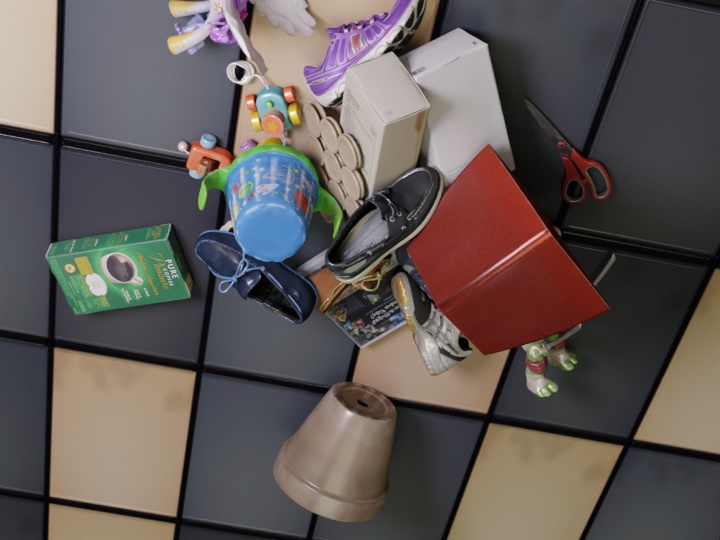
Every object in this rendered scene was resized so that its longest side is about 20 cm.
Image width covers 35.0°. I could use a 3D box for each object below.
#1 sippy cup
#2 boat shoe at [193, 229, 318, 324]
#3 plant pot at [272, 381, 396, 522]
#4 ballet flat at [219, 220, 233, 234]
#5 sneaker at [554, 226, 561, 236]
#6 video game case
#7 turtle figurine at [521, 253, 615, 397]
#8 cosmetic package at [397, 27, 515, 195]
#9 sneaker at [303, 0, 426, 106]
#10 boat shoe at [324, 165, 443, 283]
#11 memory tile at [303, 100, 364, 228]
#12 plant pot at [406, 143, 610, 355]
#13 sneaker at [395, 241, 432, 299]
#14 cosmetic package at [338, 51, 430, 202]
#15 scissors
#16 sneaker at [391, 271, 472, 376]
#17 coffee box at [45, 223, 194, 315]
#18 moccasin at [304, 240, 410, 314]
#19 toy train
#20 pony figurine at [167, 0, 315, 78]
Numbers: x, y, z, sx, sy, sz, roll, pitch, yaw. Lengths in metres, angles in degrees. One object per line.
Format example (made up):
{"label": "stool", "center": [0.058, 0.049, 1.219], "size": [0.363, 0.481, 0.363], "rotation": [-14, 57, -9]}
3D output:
{"label": "sippy cup", "center": [-0.122, -0.084, 1.562], "size": [0.178, 0.130, 0.140], "rotation": [-17, 123, 9]}
{"label": "boat shoe", "center": [-0.153, 0.008, 1.666], "size": [0.200, 0.069, 0.084], "rotation": [26, 130, -5]}
{"label": "plant pot", "center": [-0.026, 0.288, 1.894], "size": [0.200, 0.200, 0.174], "rotation": [18, 111, -10]}
{"label": "ballet flat", "center": [-0.159, -0.071, 1.680], "size": [0.062, 0.068, 0.200], "rotation": [10, 134, -41]}
{"label": "sneaker", "center": [0.201, -0.064, 1.675], "size": [0.200, 0.072, 0.073], "rotation": [2, 84, -10]}
{"label": "video game case", "center": [0.023, 0.018, 1.772], "size": [0.200, 0.023, 0.182], "rotation": [-32, 119, 24]}
{"label": "turtle figurine", "center": [0.303, 0.099, 1.742], "size": [0.200, 0.144, 0.194], "rotation": [-8, 130, 14]}
{"label": "cosmetic package", "center": [0.127, -0.208, 1.533], "size": [0.113, 0.081, 0.200], "rotation": [-26, 124, -12]}
{"label": "sneaker", "center": [0.002, -0.303, 1.496], "size": [0.200, 0.081, 0.083], "rotation": [-40, 87, 18]}
{"label": "boat shoe", "center": [0.026, -0.068, 1.514], "size": [0.199, 0.075, 0.066], "rotation": [-41, 151, 9]}
{"label": "memory tile", "center": [-0.031, -0.127, 1.594], "size": [0.017, 0.153, 0.200], "rotation": [-24, 131, -19]}
{"label": "plant pot", "center": [0.181, -0.009, 1.522], "size": [0.176, 0.200, 0.200], "rotation": [-36, 133, 11]}
{"label": "sneaker", "center": [0.120, 0.018, 1.657], "size": [0.070, 0.082, 0.200], "rotation": [-21, 151, 29]}
{"label": "cosmetic package", "center": [0.026, -0.182, 1.516], "size": [0.071, 0.105, 0.200], "rotation": [-23, 157, -18]}
{"label": "scissors", "center": [0.297, -0.174, 1.615], "size": [0.073, 0.014, 0.200], "rotation": [-17, 124, 19]}
{"label": "sneaker", "center": [0.112, 0.069, 1.759], "size": [0.088, 0.076, 0.200], "rotation": [-25, 127, 2]}
{"label": "coffee box", "center": [-0.370, 0.000, 1.768], "size": [0.200, 0.044, 0.123], "rotation": [-10, 127, 11]}
{"label": "moccasin", "center": [-0.001, 0.000, 1.687], "size": [0.201, 0.074, 0.078], "rotation": [-34, 84, 24]}
{"label": "toy train", "center": [-0.168, -0.188, 1.605], "size": [0.150, 0.056, 0.200], "rotation": [22, 126, -13]}
{"label": "pony figurine", "center": [-0.170, -0.345, 1.442], "size": [0.200, 0.167, 0.193], "rotation": [-13, 119, 32]}
